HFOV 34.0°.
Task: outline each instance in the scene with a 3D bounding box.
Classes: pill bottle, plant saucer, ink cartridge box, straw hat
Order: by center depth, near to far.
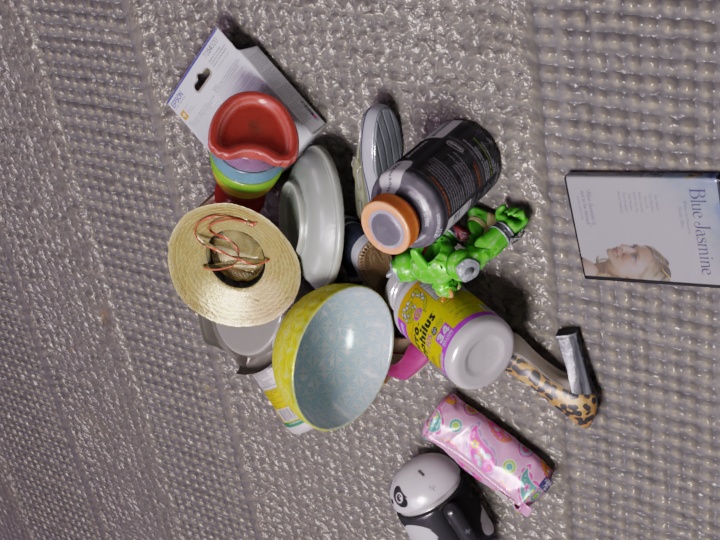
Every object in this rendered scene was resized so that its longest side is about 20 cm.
[{"bbox_3d":[0.082,-0.098,1.449,0.105,0.200,0.107,21,131,27],"label":"pill bottle"},{"bbox_3d":[0.112,0.067,1.577,0.200,0.103,0.105,42,146,50],"label":"pill bottle"},{"bbox_3d":[-0.076,-0.072,1.633,0.200,0.050,0.203,177,90,-69],"label":"plant saucer"},{"bbox_3d":[-0.171,-0.027,1.651,0.198,0.085,0.203,2,123,4],"label":"straw hat"},{"bbox_3d":[-0.167,-0.225,1.686,0.201,0.043,0.196,50,140,0],"label":"ink cartridge box"},{"bbox_3d":[-0.116,0.145,1.858,0.112,0.113,0.201,-22,104,46],"label":"pill bottle"}]

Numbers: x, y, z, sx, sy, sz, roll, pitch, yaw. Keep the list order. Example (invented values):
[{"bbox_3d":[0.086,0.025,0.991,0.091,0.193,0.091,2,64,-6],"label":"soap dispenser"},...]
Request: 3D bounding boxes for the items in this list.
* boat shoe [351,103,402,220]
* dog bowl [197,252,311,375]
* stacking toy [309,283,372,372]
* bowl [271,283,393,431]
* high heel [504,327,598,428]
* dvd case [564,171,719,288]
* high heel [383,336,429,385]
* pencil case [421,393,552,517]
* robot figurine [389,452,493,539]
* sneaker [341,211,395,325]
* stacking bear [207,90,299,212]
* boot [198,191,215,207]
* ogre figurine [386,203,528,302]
[{"bbox_3d":[0.016,-0.132,1.578,0.061,0.072,0.202,19,132,30],"label":"boat shoe"},{"bbox_3d":[-0.152,0.052,1.730,0.198,0.058,0.203,-2,86,38],"label":"dog bowl"},{"bbox_3d":[-0.031,0.086,1.735,0.200,0.085,0.086,45,140,24],"label":"stacking toy"},{"bbox_3d":[-0.058,0.107,1.616,0.107,0.199,0.202,17,130,40],"label":"bowl"},{"bbox_3d":[0.222,0.156,1.605,0.198,0.071,0.144,-7,108,33],"label":"high heel"},{"bbox_3d":[0.344,-0.049,1.398,0.198,0.018,0.144,4,121,38],"label":"dvd case"},{"bbox_3d":[0.041,0.111,1.736,0.096,0.068,0.200,44,152,-10],"label":"high heel"},{"bbox_3d":[0.184,0.267,1.713,0.199,0.087,0.088,38,137,14],"label":"pencil case"},{"bbox_3d":[0.125,0.379,1.812,0.149,0.125,0.201,-22,104,33],"label":"robot figurine"},{"bbox_3d":[0.000,0.000,1.691,0.108,0.070,0.201,40,156,36],"label":"sneaker"},{"bbox_3d":[-0.159,-0.143,1.632,0.120,0.115,0.201,6,149,-10],"label":"stacking bear"},{"bbox_3d":[-0.182,-0.045,1.808,0.155,0.074,0.200,44,153,5],"label":"boot"},{"bbox_3d":[0.110,-0.031,1.528,0.198,0.120,0.099,16,140,30],"label":"ogre figurine"}]
